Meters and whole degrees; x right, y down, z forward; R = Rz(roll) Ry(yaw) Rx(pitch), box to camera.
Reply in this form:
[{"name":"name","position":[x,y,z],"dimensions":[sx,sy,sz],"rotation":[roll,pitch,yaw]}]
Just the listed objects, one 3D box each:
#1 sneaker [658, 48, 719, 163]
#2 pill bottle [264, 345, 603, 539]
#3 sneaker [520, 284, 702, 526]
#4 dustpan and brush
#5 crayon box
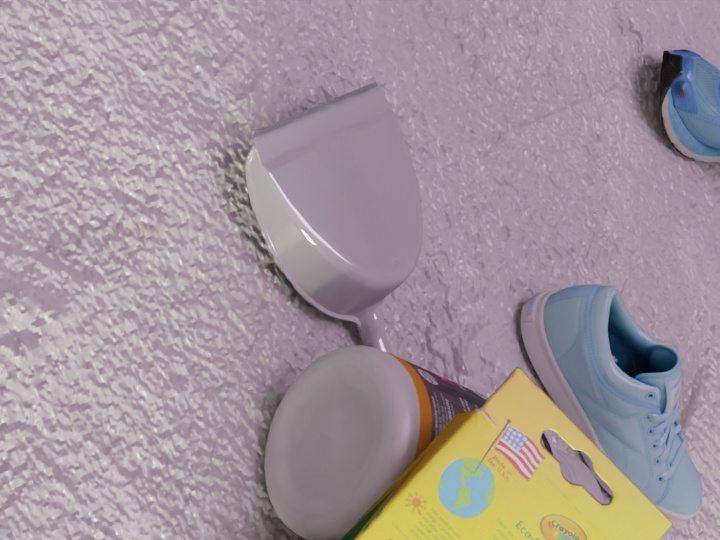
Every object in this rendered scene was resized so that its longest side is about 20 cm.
[{"name":"sneaker","position":[0.299,-0.117,1.848],"dimensions":[0.199,0.090,0.079],"rotation":[29,55,-39]},{"name":"pill bottle","position":[0.048,0.126,1.445],"dimensions":[0.199,0.116,0.117],"rotation":[26,58,-42]},{"name":"sneaker","position":[0.188,0.093,1.647],"dimensions":[0.200,0.082,0.074],"rotation":[52,44,-23]},{"name":"dustpan and brush","position":[0.000,0.000,1.494],"dimensions":[0.139,0.057,0.201],"rotation":[-27,90,-49]},{"name":"crayon box","position":[0.057,0.167,1.319],"dimensions":[0.127,0.051,0.200],"rotation":[46,78,-3]}]
